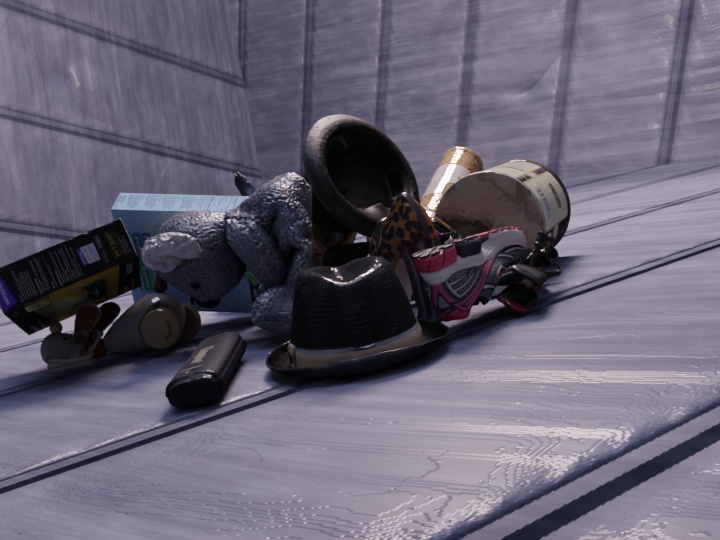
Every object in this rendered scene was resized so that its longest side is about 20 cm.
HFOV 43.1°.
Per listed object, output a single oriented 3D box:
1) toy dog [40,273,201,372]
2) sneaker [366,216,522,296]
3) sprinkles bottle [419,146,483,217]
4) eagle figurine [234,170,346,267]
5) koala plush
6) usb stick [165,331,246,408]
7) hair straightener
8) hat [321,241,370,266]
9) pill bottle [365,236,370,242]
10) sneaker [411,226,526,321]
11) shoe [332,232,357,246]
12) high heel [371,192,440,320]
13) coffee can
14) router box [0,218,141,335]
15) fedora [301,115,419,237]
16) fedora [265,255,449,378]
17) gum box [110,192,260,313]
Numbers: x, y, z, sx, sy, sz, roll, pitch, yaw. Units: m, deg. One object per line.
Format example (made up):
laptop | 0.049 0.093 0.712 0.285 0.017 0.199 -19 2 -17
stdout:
toy dog | -0.298 0.057 1.125 0.199 0.097 0.132 -11 0 -17
sneaker | 0.101 -0.020 1.109 0.199 0.087 0.080 7 12 8
sprinkles bottle | 0.124 -0.103 1.341 0.068 0.068 0.200 -6 36 31
eagle figurine | -0.088 -0.058 1.329 0.151 0.201 0.151 -14 7 -27
koala plush | -0.156 -0.025 1.084 0.199 0.185 0.177 0 9 -3
usb stick | -0.146 0.093 0.884 0.055 0.033 0.200 -9 7 0
hair straightener | 0.204 -0.004 1.016 0.041 0.077 0.200 29 16 20
hat | 0.000 0.000 1.228 0.199 0.081 0.201 -10 8 1
pill bottle | 0.065 -0.057 1.461 0.112 0.114 0.200 -10 7 -1
sneaker | 0.119 0.001 0.964 0.080 0.075 0.200 -15 1 35
shoe | -0.038 -0.067 1.407 0.070 0.201 0.053 19 39 1
high heel | 0.019 -0.015 1.061 0.071 0.143 0.200 -15 8 -37
coffee can | 0.197 -0.071 1.239 0.146 0.147 0.200 -7 7 23
router box | -0.346 0.012 1.092 0.157 0.052 0.200 -25 -5 -15
fedora | -0.016 -0.110 1.217 0.091 0.201 0.200 -29 -7 40
fedora | -0.009 0.037 0.879 0.199 0.092 0.201 -10 7 1
gum box | -0.218 -0.021 1.226 0.199 0.171 0.045 2 38 6
